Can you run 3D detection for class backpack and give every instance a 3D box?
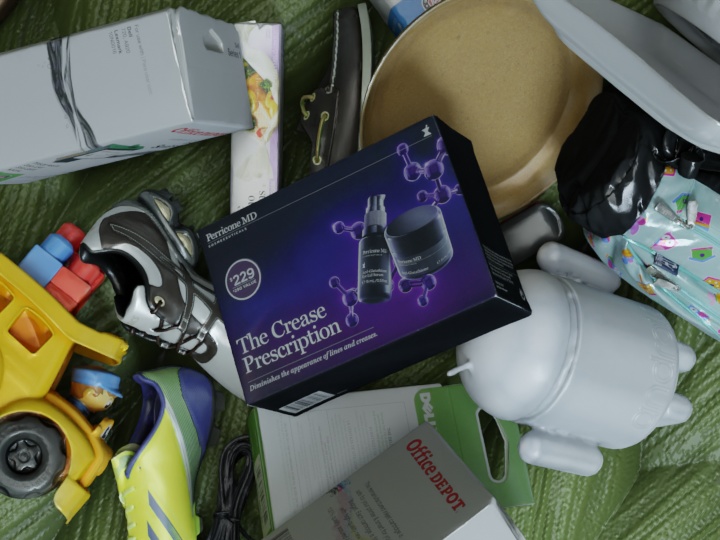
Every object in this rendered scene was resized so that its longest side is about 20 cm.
[{"bbox_3d":[0.245,-0.034,1.079,0.200,0.167,0.127,33,110,-16],"label":"backpack"}]

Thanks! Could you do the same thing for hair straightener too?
[{"bbox_3d":[0.065,0.004,1.117,0.200,0.077,0.041,-25,92,1],"label":"hair straightener"}]

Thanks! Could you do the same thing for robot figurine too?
[{"bbox_3d":[0.154,0.065,1.080,0.200,0.113,0.170,16,67,-26],"label":"robot figurine"}]

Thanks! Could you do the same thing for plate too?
[{"bbox_3d":[0.224,-0.132,1.027,0.200,0.200,0.032,46,115,34],"label":"plate"}]

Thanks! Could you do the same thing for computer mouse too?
[{"bbox_3d":[-0.023,0.195,1.144,0.199,0.046,0.141,5,81,2],"label":"computer mouse"}]

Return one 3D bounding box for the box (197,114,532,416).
[{"bbox_3d":[0.000,0.000,1.032,0.200,0.079,0.141,-25,68,19],"label":"box"}]

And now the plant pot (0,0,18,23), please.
[{"bbox_3d":[-0.357,-0.264,1.112,0.200,0.093,0.201,0,92,1],"label":"plant pot"}]

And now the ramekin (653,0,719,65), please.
[{"bbox_3d":[0.307,-0.186,1.054,0.200,0.200,0.105,38,101,0],"label":"ramekin"}]

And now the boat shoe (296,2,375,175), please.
[{"bbox_3d":[-0.020,-0.105,1.118,0.060,0.072,0.202,1,93,2],"label":"boat shoe"}]

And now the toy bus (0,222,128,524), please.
[{"bbox_3d":[-0.244,0.066,1.109,0.200,0.136,0.192,42,76,-2],"label":"toy bus"}]

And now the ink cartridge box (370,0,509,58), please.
[{"bbox_3d":[0.048,-0.277,1.108,0.144,0.084,0.200,-36,90,1],"label":"ink cartridge box"}]

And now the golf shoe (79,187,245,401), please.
[{"bbox_3d":[-0.137,0.038,1.105,0.200,0.094,0.078,51,136,3],"label":"golf shoe"}]

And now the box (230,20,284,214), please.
[{"bbox_3d":[-0.081,-0.092,1.136,0.039,0.041,0.201,1,92,2],"label":"box"}]

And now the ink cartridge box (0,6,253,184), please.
[{"bbox_3d":[-0.195,-0.123,1.065,0.200,0.146,0.085,-12,91,14],"label":"ink cartridge box"}]

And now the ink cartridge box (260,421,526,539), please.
[{"bbox_3d":[0.024,0.234,0.993,0.200,0.147,0.145,-35,111,-3],"label":"ink cartridge box"}]

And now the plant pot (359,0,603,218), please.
[{"bbox_3d":[0.088,-0.125,1.091,0.200,0.027,0.200,-13,126,-18],"label":"plant pot"}]

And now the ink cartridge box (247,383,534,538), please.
[{"bbox_3d":[0.021,0.147,1.104,0.199,0.059,0.104,-5,67,-13],"label":"ink cartridge box"}]

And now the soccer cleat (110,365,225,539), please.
[{"bbox_3d":[-0.161,0.171,1.118,0.084,0.065,0.201,12,85,-35],"label":"soccer cleat"}]
